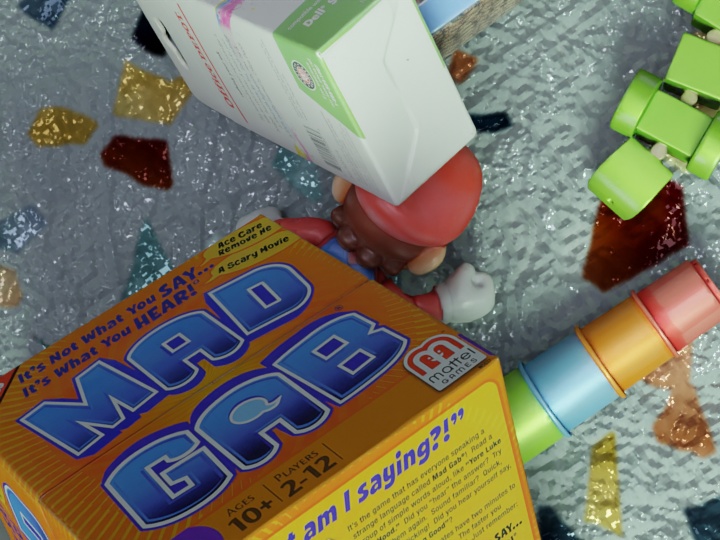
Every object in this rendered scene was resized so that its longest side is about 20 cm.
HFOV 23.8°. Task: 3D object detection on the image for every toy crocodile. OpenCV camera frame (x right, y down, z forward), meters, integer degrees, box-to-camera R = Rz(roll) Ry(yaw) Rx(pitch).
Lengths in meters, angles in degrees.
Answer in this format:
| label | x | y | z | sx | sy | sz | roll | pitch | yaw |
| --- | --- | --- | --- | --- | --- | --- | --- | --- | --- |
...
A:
| label | x | y | z | sx | sy | sz | roll | pitch | yaw |
| --- | --- | --- | --- | --- | --- | --- | --- | --- | --- |
| toy crocodile | 0.197 | -0.118 | 0.978 | 0.067 | 0.062 | 0.200 | 29 | 92 | 7 |

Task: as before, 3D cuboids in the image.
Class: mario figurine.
| label | x | y | z | sx | sy | sz | roll | pitch | yaw |
| --- | --- | --- | --- | --- | --- | --- | --- | --- | --- |
| mario figurine | 0.000 | 0.000 | 1.016 | 0.123 | 0.106 | 0.200 | 33 | 111 | -29 |

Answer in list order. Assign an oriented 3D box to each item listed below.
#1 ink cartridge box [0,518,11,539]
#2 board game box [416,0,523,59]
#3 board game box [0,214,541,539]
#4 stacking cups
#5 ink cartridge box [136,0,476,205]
| label | x | y | z | sx | sy | sz | roll | pitch | yaw |
| --- | --- | --- | --- | --- | --- | --- | --- | --- | --- |
| ink cartridge box | -0.255 | 0.178 | 1.007 | 0.094 | 0.044 | 0.200 | -41 | 128 | 9 |
| board game box | 0.040 | -0.244 | 0.974 | 0.159 | 0.097 | 0.200 | -34 | 87 | 9 |
| board game box | -0.048 | 0.131 | 0.869 | 0.200 | 0.200 | 0.200 | -33 | 129 | -23 |
| stacking cups | 0.120 | 0.061 | 0.999 | 0.200 | 0.061 | 0.061 | -37 | 86 | 5 |
| ink cartridge box | -0.039 | -0.126 | 0.955 | 0.067 | 0.117 | 0.200 | -44 | 43 | -16 |
